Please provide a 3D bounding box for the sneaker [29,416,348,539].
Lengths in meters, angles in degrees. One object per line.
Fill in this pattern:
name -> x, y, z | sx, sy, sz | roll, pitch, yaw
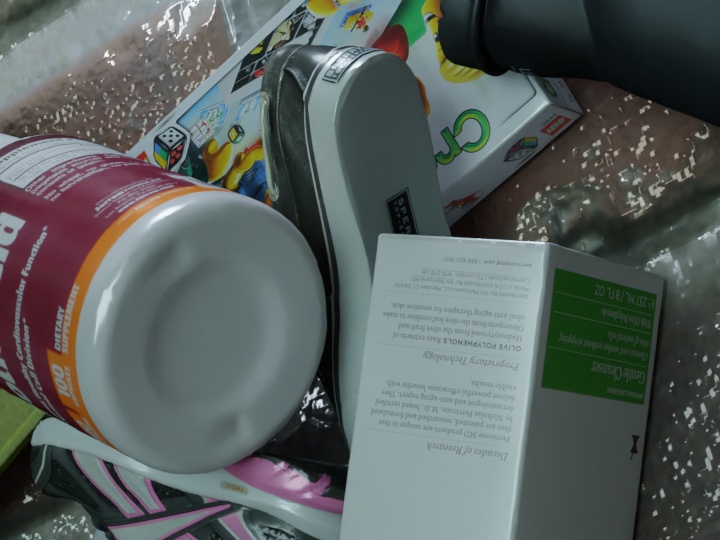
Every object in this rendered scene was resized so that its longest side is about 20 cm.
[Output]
sneaker -> -0.079, 0.113, 0.994 | 0.200, 0.080, 0.087 | 7, 85, 50

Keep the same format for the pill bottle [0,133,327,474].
pill bottle -> -0.115, 0.005, 0.976 | 0.200, 0.114, 0.115 | 19, 94, 51

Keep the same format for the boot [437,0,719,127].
boot -> 0.132, -0.158, 0.924 | 0.167, 0.076, 0.201 | 14, 90, 25

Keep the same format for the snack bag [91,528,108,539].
snack bag -> -0.071, 0.176, 1.002 | 0.188, 0.021, 0.201 | 7, 61, 35

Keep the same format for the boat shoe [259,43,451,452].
boat shoe -> 0.000, 0.000, 0.977 | 0.064, 0.071, 0.201 | 12, 117, 44

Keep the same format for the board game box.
board game box -> -0.009, -0.059, 1.040 | 0.200, 0.035, 0.127 | -41, 63, 22

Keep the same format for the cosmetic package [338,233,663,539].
cosmetic package -> 0.053, 0.092, 0.930 | 0.085, 0.107, 0.201 | 4, 86, 34

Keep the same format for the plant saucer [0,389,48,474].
plant saucer -> -0.217, 0.033, 1.159 | 0.200, 0.048, 0.200 | -48, 60, 19
